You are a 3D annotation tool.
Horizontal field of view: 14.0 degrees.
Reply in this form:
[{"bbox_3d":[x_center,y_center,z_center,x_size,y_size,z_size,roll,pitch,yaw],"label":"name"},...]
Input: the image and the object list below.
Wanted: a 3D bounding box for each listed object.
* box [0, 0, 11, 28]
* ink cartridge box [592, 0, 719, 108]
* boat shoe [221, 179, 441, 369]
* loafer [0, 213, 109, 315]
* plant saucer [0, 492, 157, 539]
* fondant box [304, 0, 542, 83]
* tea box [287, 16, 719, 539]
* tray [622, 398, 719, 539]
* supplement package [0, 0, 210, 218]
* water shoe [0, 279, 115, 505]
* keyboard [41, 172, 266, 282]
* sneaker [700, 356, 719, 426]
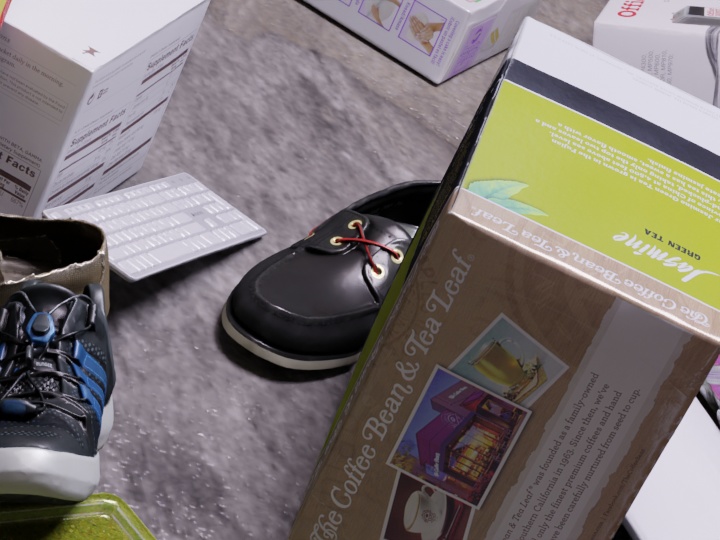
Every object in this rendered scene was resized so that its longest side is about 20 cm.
[{"bbox_3d":[-0.198,-0.131,1.357,0.075,0.050,0.201,16,48,-3],"label":"box"},{"bbox_3d":[0.253,-0.131,1.865,0.199,0.083,0.147,6,22,13],"label":"ink cartridge box"},{"bbox_3d":[-0.002,-0.002,1.502,0.074,0.063,0.201,38,29,18],"label":"boat shoe"},{"bbox_3d":[-0.199,-0.005,1.320,0.199,0.068,0.076,5,32,-36],"label":"loafer"},{"bbox_3d":[-0.119,0.151,1.124,0.199,0.048,0.200,-2,37,-44],"label":"plant saucer"},{"bbox_3d":[0.008,-0.207,1.898,0.199,0.058,0.144,32,26,14],"label":"fondant box"},{"bbox_3d":[0.077,0.029,1.333,0.133,0.201,0.197,26,34,0],"label":"tea box"},{"bbox_3d":[0.155,0.110,1.479,0.107,0.022,0.200,9,31,-30],"label":"tray"},{"bbox_3d":[-0.205,-0.123,1.487,0.199,0.111,0.156,30,26,8],"label":"supplement package"},{"bbox_3d":[-0.140,0.046,1.210,0.071,0.079,0.200,2,7,-2],"label":"water shoe"},{"bbox_3d":[-0.100,-0.023,1.466,0.056,0.011,0.200,30,15,11],"label":"keyboard"},{"bbox_3d":[0.214,0.064,1.555,0.081,0.089,0.200,18,3,-32],"label":"sneaker"}]
